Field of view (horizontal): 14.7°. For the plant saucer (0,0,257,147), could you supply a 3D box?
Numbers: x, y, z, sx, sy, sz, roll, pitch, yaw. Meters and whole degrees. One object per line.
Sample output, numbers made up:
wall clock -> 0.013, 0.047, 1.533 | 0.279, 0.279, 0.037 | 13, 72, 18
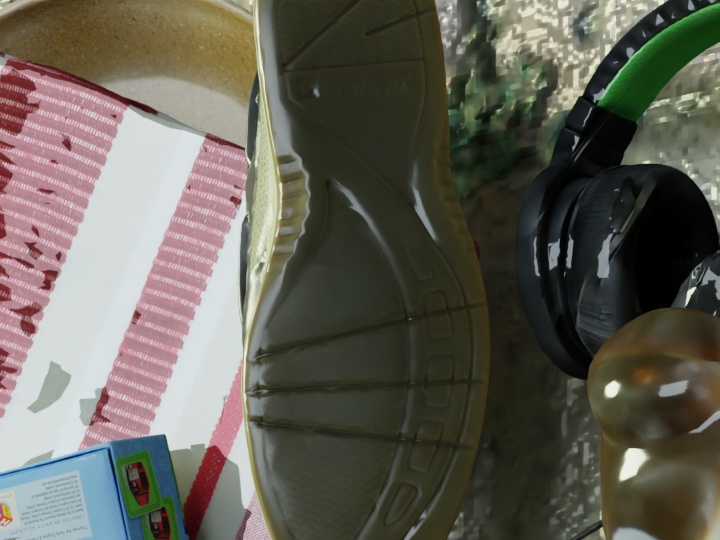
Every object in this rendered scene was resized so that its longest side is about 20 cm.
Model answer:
plant saucer -> -0.083, 0.003, 0.933 | 0.200, 0.035, 0.201 | -4, 78, 18

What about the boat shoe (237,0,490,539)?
boat shoe -> -0.001, -0.001, 0.827 | 0.072, 0.066, 0.201 | -3, 77, -2

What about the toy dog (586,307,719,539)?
toy dog -> 0.155, 0.035, 0.686 | 0.200, 0.140, 0.194 | -22, 53, 9

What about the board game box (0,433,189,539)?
board game box -> -0.107, 0.165, 0.872 | 0.151, 0.037, 0.200 | -15, 84, 30

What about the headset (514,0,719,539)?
headset -> 0.090, 0.008, 0.796 | 0.123, 0.094, 0.200 | 24, 94, 39

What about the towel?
towel -> -0.073, 0.022, 0.896 | 0.200, 0.023, 0.144 | 22, 90, 23
